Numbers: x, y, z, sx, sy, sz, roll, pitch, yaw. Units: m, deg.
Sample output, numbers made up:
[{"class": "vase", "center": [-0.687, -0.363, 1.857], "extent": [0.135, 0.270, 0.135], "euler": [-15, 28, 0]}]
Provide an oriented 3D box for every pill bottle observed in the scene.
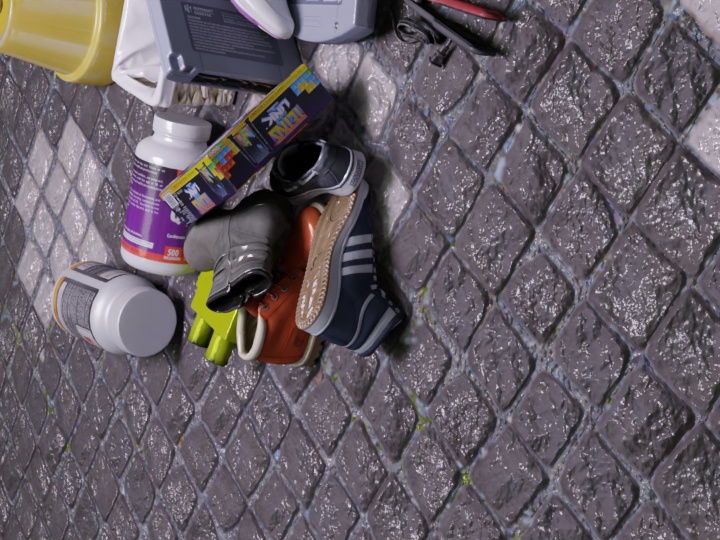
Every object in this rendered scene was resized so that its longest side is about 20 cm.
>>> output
[{"class": "pill bottle", "center": [-0.352, 0.057, 1.737], "extent": [0.199, 0.115, 0.118], "euler": [15, 102, 50]}, {"class": "pill bottle", "center": [-0.251, -0.102, 1.614], "extent": [0.112, 0.111, 0.203], "euler": [28, 112, 46]}]

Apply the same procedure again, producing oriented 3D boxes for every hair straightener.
[{"class": "hair straightener", "center": [0.072, -0.254, 1.270], "extent": [0.199, 0.041, 0.078], "euler": [33, 115, 46]}]

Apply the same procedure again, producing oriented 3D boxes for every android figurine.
[{"class": "android figurine", "center": [-0.156, 0.013, 1.530], "extent": [0.182, 0.041, 0.202], "euler": [31, 100, 56]}]

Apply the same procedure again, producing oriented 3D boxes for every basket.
[{"class": "basket", "center": [-0.226, -0.320, 1.572], "extent": [0.135, 0.122, 0.203], "euler": [32, 114, 46]}]

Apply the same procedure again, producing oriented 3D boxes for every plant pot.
[{"class": "plant pot", "center": [-0.456, -0.383, 1.802], "extent": [0.199, 0.187, 0.204], "euler": [2, 93, 50]}]

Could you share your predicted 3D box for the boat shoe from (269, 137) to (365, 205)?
[{"class": "boat shoe", "center": [-0.069, -0.119, 1.400], "extent": [0.199, 0.067, 0.073], "euler": [9, 79, 62]}]

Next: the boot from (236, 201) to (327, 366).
[{"class": "boot", "center": [-0.086, 0.017, 1.421], "extent": [0.075, 0.106, 0.203], "euler": [27, 109, 50]}]

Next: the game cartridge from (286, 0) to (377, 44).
[{"class": "game cartridge", "center": [-0.036, -0.327, 1.386], "extent": [0.199, 0.040, 0.135], "euler": [23, 105, 59]}]

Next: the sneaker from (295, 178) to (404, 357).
[{"class": "sneaker", "center": [0.000, 0.000, 1.354], "extent": [0.070, 0.108, 0.202], "euler": [-27, 40, 50]}]

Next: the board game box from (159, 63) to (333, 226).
[{"class": "board game box", "center": [-0.135, -0.140, 1.401], "extent": [0.057, 0.165, 0.200], "euler": [49, 156, -10]}]

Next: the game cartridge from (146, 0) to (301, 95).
[{"class": "game cartridge", "center": [-0.160, -0.277, 1.431], "extent": [0.040, 0.198, 0.135], "euler": [-27, 69, 43]}]

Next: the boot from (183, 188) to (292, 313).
[{"class": "boot", "center": [-0.162, -0.008, 1.426], "extent": [0.199, 0.067, 0.132], "euler": [-26, 40, 46]}]

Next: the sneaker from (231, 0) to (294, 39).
[{"class": "sneaker", "center": [-0.118, -0.366, 1.421], "extent": [0.099, 0.075, 0.202], "euler": [-32, 74, 21]}]
